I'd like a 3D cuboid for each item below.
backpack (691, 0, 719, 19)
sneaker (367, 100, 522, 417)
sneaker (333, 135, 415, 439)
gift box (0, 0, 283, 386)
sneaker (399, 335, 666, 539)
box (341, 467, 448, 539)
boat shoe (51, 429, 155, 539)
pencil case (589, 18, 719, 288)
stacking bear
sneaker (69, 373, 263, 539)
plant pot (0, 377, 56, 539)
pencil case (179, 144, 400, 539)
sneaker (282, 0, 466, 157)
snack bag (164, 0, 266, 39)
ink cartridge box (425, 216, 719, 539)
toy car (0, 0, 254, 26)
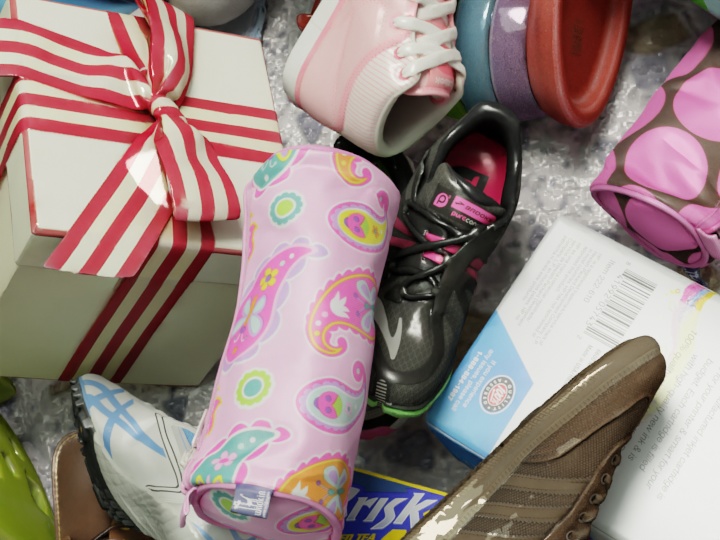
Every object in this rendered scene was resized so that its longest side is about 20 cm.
[{"bbox_3d":[0.209,-0.253,0.825,0.177,0.151,0.200,-43,57,-13],"label":"backpack"},{"bbox_3d":[0.039,-0.013,0.799,0.076,0.084,0.201,20,61,2],"label":"sneaker"},{"bbox_3d":[0.000,0.000,0.883,0.073,0.088,0.202,-2,65,15],"label":"sneaker"},{"bbox_3d":[-0.153,-0.041,0.851,0.199,0.187,0.186,1,57,-33],"label":"gift box"},{"bbox_3d":[0.091,0.120,0.732,0.200,0.070,0.076,-44,83,8],"label":"sneaker"},{"bbox_3d":[0.027,0.156,0.810,0.199,0.070,0.065,13,71,22],"label":"box"},{"bbox_3d":[-0.141,0.175,0.853,0.072,0.068,0.201,-25,60,4],"label":"boat shoe"},{"bbox_3d":[0.228,-0.094,0.863,0.201,0.091,0.093,-53,32,-11],"label":"pencil case"},{"bbox_3d":[0.057,-0.154,0.932,0.199,0.121,0.115,9,93,31],"label":"stacking bear"},{"bbox_3d":[-0.105,0.111,0.811,0.072,0.072,0.200,-22,33,-28],"label":"sneaker"},{"bbox_3d":[-0.311,0.116,0.866,0.199,0.199,0.182,-23,54,5],"label":"plant pot"},{"bbox_3d":[-0.034,0.038,0.730,0.087,0.088,0.201,2,63,18],"label":"pencil case"},{"bbox_3d":[0.035,-0.158,0.839,0.105,0.075,0.201,44,116,35],"label":"sneaker"},{"bbox_3d":[-0.143,-0.248,1.085,0.198,0.021,0.190,8,68,17],"label":"snack bag"},{"bbox_3d":[0.161,0.084,0.796,0.199,0.085,0.145,30,78,28],"label":"ink cartridge box"},{"bbox_3d":[-0.176,-0.210,0.981,0.174,0.150,0.201,28,76,22],"label":"toy car"}]
